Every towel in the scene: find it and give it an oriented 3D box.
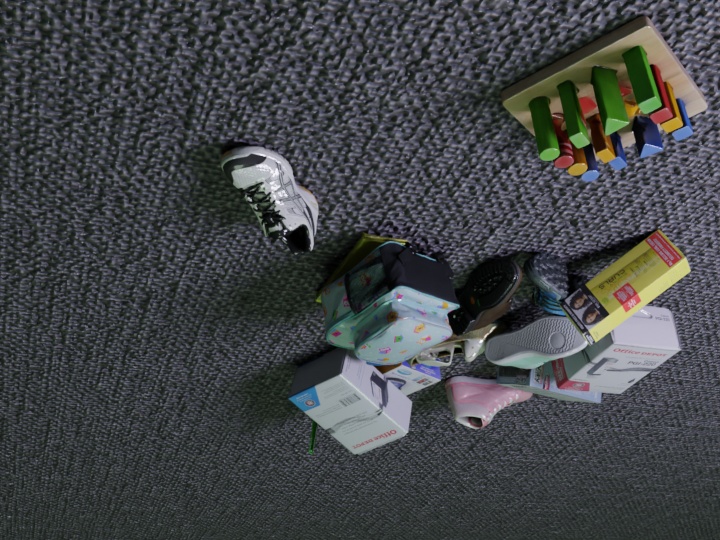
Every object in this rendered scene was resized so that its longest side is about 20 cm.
[{"bbox_3d":[0.000,0.000,1.523,0.085,0.018,0.200,4,148,-26],"label":"towel"}]

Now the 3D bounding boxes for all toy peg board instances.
[{"bbox_3d":[0.313,-0.181,1.174,0.199,0.099,0.198,-24,145,30],"label":"toy peg board"}]

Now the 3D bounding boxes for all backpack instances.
[{"bbox_3d":[0.038,0.062,1.478,0.199,0.155,0.175,-25,154,37],"label":"backpack"}]

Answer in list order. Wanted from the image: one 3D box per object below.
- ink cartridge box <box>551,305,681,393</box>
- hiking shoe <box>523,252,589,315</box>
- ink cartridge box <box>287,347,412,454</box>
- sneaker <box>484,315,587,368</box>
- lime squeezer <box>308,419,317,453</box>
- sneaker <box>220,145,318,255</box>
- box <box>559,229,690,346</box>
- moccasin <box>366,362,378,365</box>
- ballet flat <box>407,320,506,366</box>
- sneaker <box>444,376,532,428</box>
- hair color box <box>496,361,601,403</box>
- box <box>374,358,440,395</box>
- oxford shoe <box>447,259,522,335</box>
[{"bbox_3d":[0.455,0.143,1.691,0.144,0.086,0.201,6,146,-18],"label":"ink cartridge box"},{"bbox_3d":[0.318,0.036,1.567,0.086,0.075,0.199,-26,144,31],"label":"hiking shoe"},{"bbox_3d":[-0.017,0.251,1.816,0.144,0.084,0.200,-28,121,33],"label":"ink cartridge box"},{"bbox_3d":[0.336,0.131,1.691,0.199,0.075,0.118,-15,161,37],"label":"sneaker"},{"bbox_3d":[-0.086,0.275,1.936,0.037,0.071,0.202,18,117,2],"label":"lime squeezer"},{"bbox_3d":[-0.116,-0.092,1.278,0.075,0.089,0.200,-18,146,26],"label":"sneaker"},{"bbox_3d":[0.420,0.028,1.497,0.199,0.076,0.050,-37,143,6],"label":"box"},{"bbox_3d":[0.063,0.108,1.666,0.080,0.069,0.200,2,151,-27],"label":"moccasin"},{"bbox_3d":[0.176,0.142,1.737,0.197,0.071,0.071,-9,150,6],"label":"ballet flat"},{"bbox_3d":[0.273,0.281,1.952,0.198,0.106,0.076,6,147,-19],"label":"sneaker"},{"bbox_3d":[0.377,0.216,1.867,0.198,0.061,0.099,16,168,-32],"label":"hair color box"},{"bbox_3d":[0.065,0.213,1.871,0.118,0.042,0.199,24,142,-39],"label":"box"},{"bbox_3d":[0.223,0.037,1.579,0.083,0.073,0.200,-8,156,-28],"label":"oxford shoe"}]
